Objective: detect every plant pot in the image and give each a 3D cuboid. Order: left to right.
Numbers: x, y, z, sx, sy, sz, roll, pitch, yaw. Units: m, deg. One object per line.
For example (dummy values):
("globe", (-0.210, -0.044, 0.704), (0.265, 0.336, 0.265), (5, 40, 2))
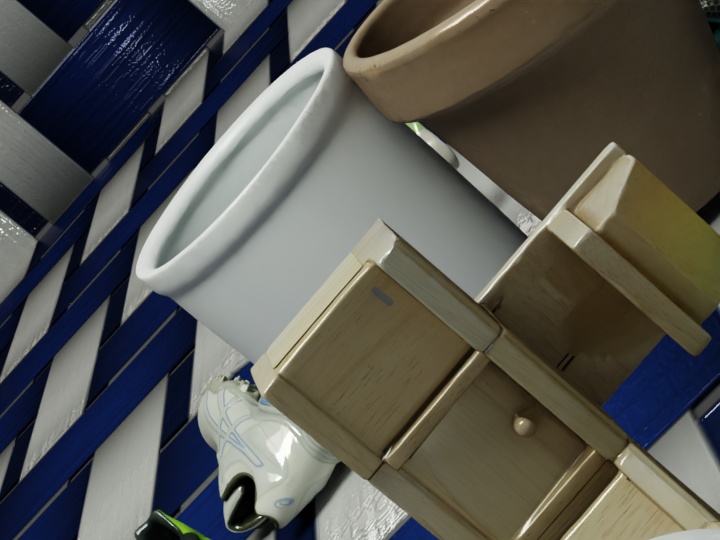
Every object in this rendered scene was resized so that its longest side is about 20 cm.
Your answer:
("plant pot", (0.117, -0.106, 1.037), (0.200, 0.175, 0.200), (-34, 17, 12))

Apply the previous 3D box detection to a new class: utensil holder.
("utensil holder", (0.000, 0.000, 1.100), (0.170, 0.200, 0.170), (-46, 15, 16))

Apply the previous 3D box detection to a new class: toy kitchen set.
("toy kitchen set", (0.096, 0.056, 0.688), (0.163, 0.200, 0.180), (-50, 15, 3))

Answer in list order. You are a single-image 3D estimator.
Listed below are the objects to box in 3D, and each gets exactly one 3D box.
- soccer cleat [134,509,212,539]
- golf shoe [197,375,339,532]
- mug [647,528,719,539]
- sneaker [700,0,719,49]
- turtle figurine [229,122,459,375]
("soccer cleat", (-0.116, 0.215, 1.141), (0.068, 0.081, 0.200), (-46, 16, 14))
("golf shoe", (-0.076, 0.125, 1.266), (0.097, 0.078, 0.200), (-61, 16, -15))
("mug", (0.130, 0.150, 0.519), (0.199, 0.148, 0.175), (-14, 23, 8))
("sneaker", (0.190, -0.163, 1.201), (0.091, 0.078, 0.200), (-60, 16, -21))
("turtle figurine", (-0.027, -0.017, 1.312), (0.194, 0.144, 0.200), (-45, 26, -13))
